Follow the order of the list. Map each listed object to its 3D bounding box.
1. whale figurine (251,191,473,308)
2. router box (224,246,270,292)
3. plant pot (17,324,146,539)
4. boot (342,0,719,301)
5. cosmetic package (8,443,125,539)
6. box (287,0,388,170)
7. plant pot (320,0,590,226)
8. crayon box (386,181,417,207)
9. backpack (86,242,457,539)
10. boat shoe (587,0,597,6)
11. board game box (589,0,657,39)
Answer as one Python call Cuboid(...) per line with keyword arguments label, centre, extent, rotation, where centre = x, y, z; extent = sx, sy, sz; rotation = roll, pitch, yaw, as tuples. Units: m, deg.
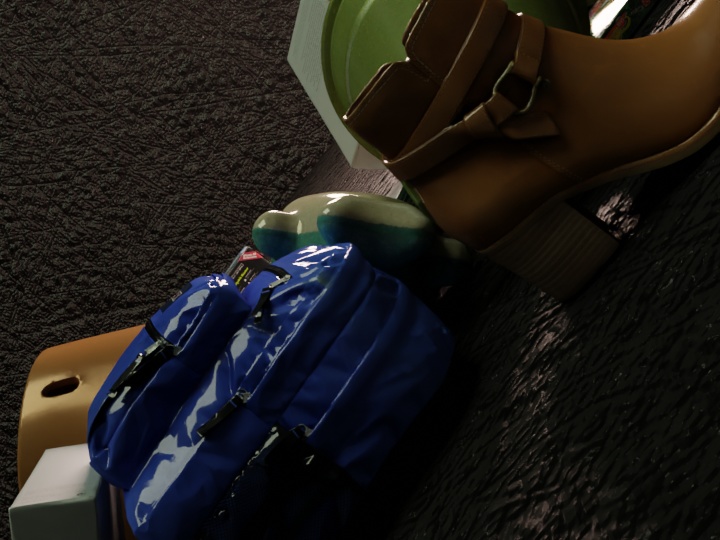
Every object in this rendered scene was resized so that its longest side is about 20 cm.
Cuboid(label="whale figurine", centre=(0.000, 0.000, 0.784), extent=(0.200, 0.157, 0.105), rotation=(144, 135, -82))
Cuboid(label="router box", centre=(-0.247, 0.050, 2.110), extent=(0.201, 0.062, 0.150), rotation=(-54, 7, -5))
Cuboid(label="plant pot", centre=(-0.164, 0.127, 0.825), extent=(0.200, 0.138, 0.203), rotation=(179, 90, -90))
Cuboid(label="boot", centre=(0.100, -0.102, 0.566), extent=(0.201, 0.154, 0.074), rotation=(-52, 8, 3))
Cuboid(label="cosmetic package", centre=(-0.160, 0.216, 0.662), extent=(0.151, 0.051, 0.203), rotation=(-160, 64, -83))
Cuboid(label="box", centre=(0.024, -0.188, 1.054), extent=(0.201, 0.123, 0.098), rotation=(-119, 37, -45))
Cuboid(label="plant pot", centre=(0.076, -0.114, 0.737), extent=(0.200, 0.199, 0.191), rotation=(-49, 22, 21))
Cuboid(label="crayon box", centre=(-0.005, 0.013, 1.016), extent=(0.200, 0.051, 0.126), rotation=(-46, 11, 38))
Cuboid(label="backpack", centre=(-0.049, 0.074, 0.651), extent=(0.200, 0.168, 0.162), rotation=(-48, 14, -6))
Cuboid(label="boat shoe", centre=(0.178, -0.251, 1.055), extent=(0.202, 0.063, 0.074), rotation=(-48, 12, 39))
Cuboid(label="board game box", centre=(0.232, -0.245, 0.869), extent=(0.201, 0.023, 0.105), rotation=(-53, 11, 4))
